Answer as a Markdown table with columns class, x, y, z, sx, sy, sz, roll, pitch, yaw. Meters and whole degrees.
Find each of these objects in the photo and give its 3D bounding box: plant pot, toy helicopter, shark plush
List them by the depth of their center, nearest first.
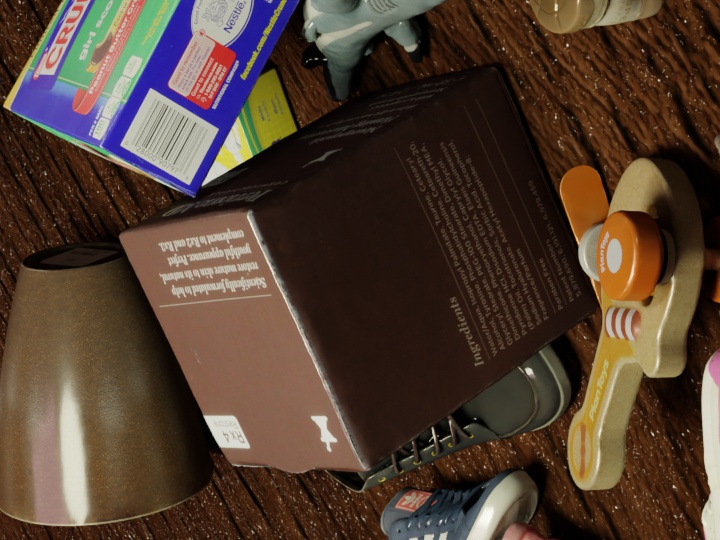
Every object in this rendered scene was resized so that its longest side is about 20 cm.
| class | x | y | z | sx | sy | sz | roll | pitch | yaw |
| --- | --- | --- | --- | --- | --- | --- | --- | --- | --- |
| toy helicopter | 0.144 | 0.030 | 1.085 | 0.133 | 0.078 | 0.202 | -119 | 35 | -55 |
| shark plush | 0.004 | -0.145 | 1.169 | 0.083 | 0.091 | 0.200 | 25 | 141 | -3 |
| plant pot | -0.225 | 0.084 | 1.626 | 0.186 | 0.186 | 0.202 | 13 | 112 | 51 |

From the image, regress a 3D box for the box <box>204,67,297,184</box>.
| class | x | y | z | sx | sy | sz | roll | pitch | yaw |
| --- | --- | --- | --- | --- | --- | --- | --- | --- | --- |
| box | -0.074 | -0.043 | 1.391 | 0.117 | 0.048 | 0.202 | 6 | 123 | 55 |

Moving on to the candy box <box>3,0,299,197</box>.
| class | x | y | z | sx | sy | sz | roll | pitch | yaw |
| --- | --- | --- | --- | --- | --- | --- | --- | --- | --- |
| candy box | -0.128 | -0.148 | 1.217 | 0.077 | 0.170 | 0.200 | 29 | 177 | -27 |

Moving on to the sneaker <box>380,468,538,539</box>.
| class | x | y | z | sx | sy | sz | roll | pitch | yaw |
| --- | --- | --- | --- | --- | --- | --- | --- | --- | --- |
| sneaker | 0.059 | 0.177 | 1.356 | 0.085 | 0.075 | 0.200 | 46 | 148 | 14 |

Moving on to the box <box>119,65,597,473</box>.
| class | x | y | z | sx | sy | sz | roll | pitch | yaw |
| --- | --- | --- | --- | --- | --- | --- | --- | --- | --- |
| box | 0.000 | 0.000 | 1.166 | 0.165 | 0.199 | 0.165 | -6 | 112 | 56 |

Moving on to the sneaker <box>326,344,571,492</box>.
| class | x | y | z | sx | sy | sz | roll | pitch | yaw |
| --- | --- | --- | --- | --- | --- | --- | --- | --- | --- |
| sneaker | 0.052 | 0.098 | 1.266 | 0.075 | 0.106 | 0.200 | 60 | 150 | -1 |

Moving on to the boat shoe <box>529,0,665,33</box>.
| class | x | y | z | sx | sy | sz | roll | pitch | yaw |
| --- | --- | --- | --- | --- | --- | --- | --- | --- | --- |
| boat shoe | 0.103 | -0.218 | 0.956 | 0.071 | 0.064 | 0.202 | 169 | 90 | -68 |

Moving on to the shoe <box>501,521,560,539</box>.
| class | x | y | z | sx | sy | sz | roll | pitch | yaw |
| --- | --- | --- | --- | --- | --- | --- | --- | --- | --- |
| shoe | 0.131 | 0.261 | 1.316 | 0.090 | 0.071 | 0.202 | 22 | 129 | 29 |

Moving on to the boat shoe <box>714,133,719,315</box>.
| class | x | y | z | sx | sy | sz | roll | pitch | yaw |
| --- | --- | --- | --- | --- | --- | --- | --- | --- | --- |
| boat shoe | 0.210 | 0.017 | 0.978 | 0.059 | 0.072 | 0.202 | -3 | 120 | 7 |

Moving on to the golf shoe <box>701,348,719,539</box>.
| class | x | y | z | sx | sy | sz | roll | pitch | yaw |
| --- | --- | --- | --- | --- | --- | --- | --- | --- | --- |
| golf shoe | 0.217 | 0.131 | 1.085 | 0.091 | 0.075 | 0.202 | 11 | 123 | 59 |
